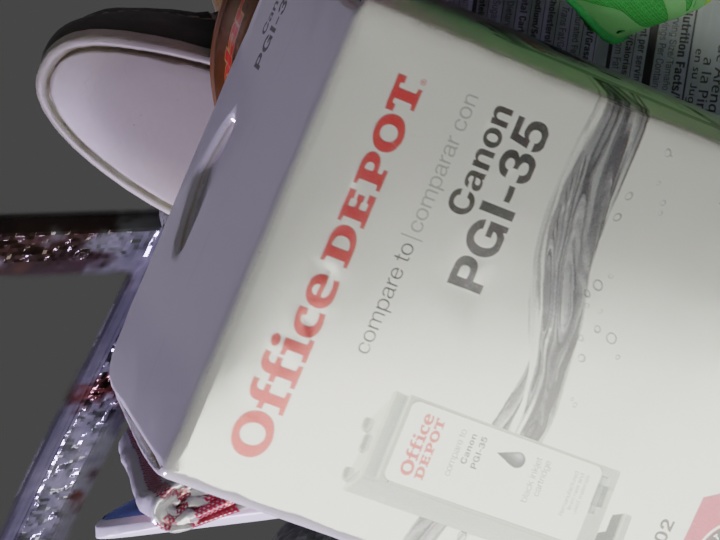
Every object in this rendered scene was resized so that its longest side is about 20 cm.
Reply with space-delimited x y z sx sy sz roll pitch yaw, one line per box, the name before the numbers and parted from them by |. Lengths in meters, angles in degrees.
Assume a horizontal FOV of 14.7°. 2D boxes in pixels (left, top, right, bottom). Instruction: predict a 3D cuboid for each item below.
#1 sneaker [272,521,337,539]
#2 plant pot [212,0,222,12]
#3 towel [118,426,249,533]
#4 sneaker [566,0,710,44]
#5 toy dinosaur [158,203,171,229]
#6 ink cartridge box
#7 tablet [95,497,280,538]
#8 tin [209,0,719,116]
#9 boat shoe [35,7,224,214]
sneaker | 0.067 0.107 1.067 0.199 0.076 0.115 -21 107 -16
plant pot | 0.050 -0.097 0.906 0.199 0.028 0.201 -4 140 -4
towel | 0.006 0.042 1.038 0.199 0.030 0.146 -19 -173 -8
sneaker | 0.095 -0.110 0.807 0.199 0.074 0.084 4 150 -34
toy dinosaur | 0.000 0.000 0.981 0.199 0.103 0.077 6 134 -32
ink cartridge box | 0.048 0.015 0.806 0.199 0.083 0.147 20 100 -19
tablet | 0.011 0.065 1.021 0.199 0.014 0.130 -12 -171 38
tin | 0.054 -0.057 0.859 0.199 0.042 0.113 3 109 -17
boat shoe | -0.011 -0.045 0.904 0.199 0.057 0.067 18 128 -19
